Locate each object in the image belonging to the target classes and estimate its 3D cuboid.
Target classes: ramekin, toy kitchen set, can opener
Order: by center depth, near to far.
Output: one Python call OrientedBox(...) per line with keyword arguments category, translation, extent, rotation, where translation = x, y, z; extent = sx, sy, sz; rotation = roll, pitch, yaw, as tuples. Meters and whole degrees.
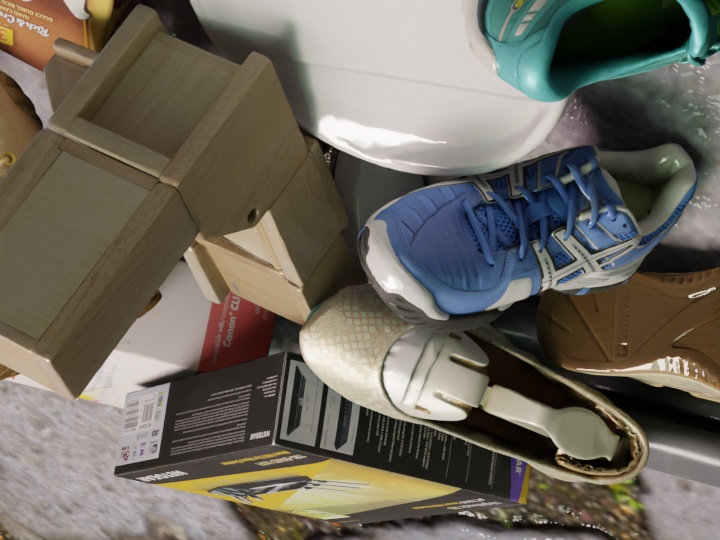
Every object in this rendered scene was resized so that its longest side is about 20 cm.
OrientedBox(category="ramekin", translation=(0.022, -0.146, 1.066), extent=(0.202, 0.094, 0.203), rotation=(21, 143, 17))
OrientedBox(category="toy kitchen set", translation=(-0.128, -0.009, 1.144), extent=(0.163, 0.181, 0.200), rotation=(24, 157, 27))
OrientedBox(category="can opener", translation=(0.133, 0.065, 1.267), extent=(0.199, 0.053, 0.067), rotation=(14, 142, 23))

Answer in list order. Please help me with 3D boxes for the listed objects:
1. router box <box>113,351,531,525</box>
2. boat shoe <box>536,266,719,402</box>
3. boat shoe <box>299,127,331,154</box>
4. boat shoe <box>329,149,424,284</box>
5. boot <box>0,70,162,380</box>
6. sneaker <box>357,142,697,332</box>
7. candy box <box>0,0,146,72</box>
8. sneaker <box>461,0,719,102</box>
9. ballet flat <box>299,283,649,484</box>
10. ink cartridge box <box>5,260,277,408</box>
OrientedBox(category="router box", translation=(-0.023, 0.097, 1.292), extent=(0.157, 0.052, 0.200), rotation=(15, 164, -27))
OrientedBox(category="boat shoe", translation=(0.189, 0.034, 1.185), extent=(0.200, 0.072, 0.065), rotation=(4, 175, 34))
OrientedBox(category="boat shoe", translation=(-0.093, -0.053, 1.290), extent=(0.200, 0.066, 0.074), rotation=(-17, 122, 48))
OrientedBox(category="boat shoe", translation=(0.000, 0.000, 1.279), extent=(0.064, 0.071, 0.200), rotation=(14, 142, 23))
OrientedBox(category="boot", translation=(-0.190, -0.028, 1.217), extent=(0.073, 0.200, 0.156), rotation=(-34, 84, 19))
OrientedBox(category="sneaker", translation=(0.079, -0.026, 1.108), extent=(0.077, 0.200, 0.076), rotation=(-44, 71, 43))
OrientedBox(category="candy box", translation=(-0.162, -0.188, 1.194), extent=(0.116, 0.057, 0.200), rotation=(28, 146, 7))
OrientedBox(category="sneaker", translation=(0.142, -0.113, 0.952), extent=(0.080, 0.199, 0.078), rotation=(-118, 10, -52))
OrientedBox(category="ballet flat", translation=(0.064, 0.058, 1.189), extent=(0.200, 0.068, 0.062), rotation=(21, 180, -26))
OrientedBox(category="ink cartridge box", translation=(-0.156, 0.029, 1.365), extent=(0.199, 0.068, 0.116), rotation=(14, 160, -9))
